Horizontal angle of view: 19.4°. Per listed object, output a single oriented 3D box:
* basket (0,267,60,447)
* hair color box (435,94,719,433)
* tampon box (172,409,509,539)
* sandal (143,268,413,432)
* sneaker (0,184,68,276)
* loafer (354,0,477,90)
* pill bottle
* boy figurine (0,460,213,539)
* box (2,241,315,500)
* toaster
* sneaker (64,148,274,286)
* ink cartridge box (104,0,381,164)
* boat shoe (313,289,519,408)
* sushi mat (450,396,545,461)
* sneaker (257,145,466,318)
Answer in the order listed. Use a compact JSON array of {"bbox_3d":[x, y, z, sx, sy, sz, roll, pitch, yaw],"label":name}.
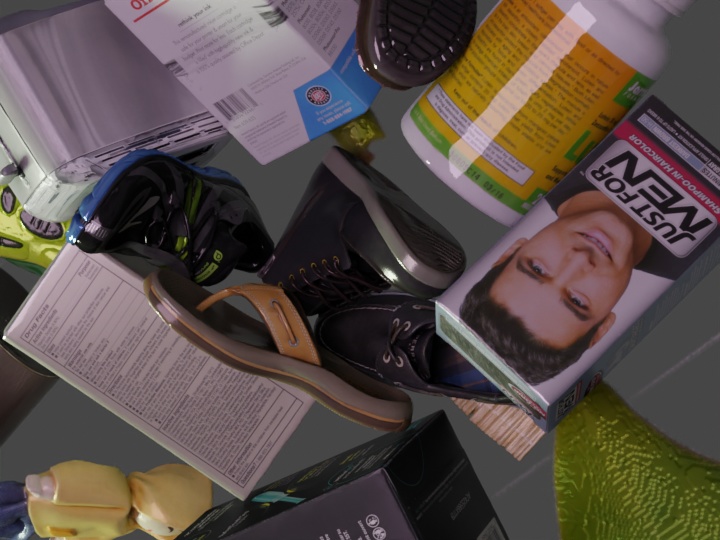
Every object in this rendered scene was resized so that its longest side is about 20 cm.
[{"bbox_3d":[-0.324,0.093,1.537,0.200,0.136,0.180,-38,94,14],"label":"basket"},{"bbox_3d":[0.151,-0.005,1.331,0.200,0.061,0.099,-44,73,-13],"label":"hair color box"},{"bbox_3d":[-0.021,0.200,1.390,0.200,0.150,0.126,-25,93,21],"label":"tampon box"},{"bbox_3d":[-0.048,0.042,1.377,0.200,0.080,0.054,27,103,-9],"label":"sandal"},{"bbox_3d":[-0.204,-0.017,1.517,0.200,0.084,0.074,30,99,1],"label":"sneaker"},{"bbox_3d":[0.034,-0.186,1.386,0.073,0.200,0.071,30,137,-17],"label":"loafer"},{"bbox_3d":[0.128,-0.134,1.358,0.111,0.111,0.200,45,106,16],"label":"pill bottle"},{"bbox_3d":[-0.205,0.175,1.501,0.200,0.124,0.064,-1,60,-7],"label":"boy figurine"},{"bbox_3d":[-0.133,0.058,1.445,0.200,0.078,0.095,36,99,-5],"label":"box"},{"bbox_3d":[-0.176,-0.120,1.462,0.114,0.200,0.129,-36,79,57],"label":"toaster"},{"bbox_3d":[-0.120,-0.030,1.411,0.083,0.200,0.071,48,110,22],"label":"sneaker"},{"bbox_3d":[-0.084,-0.176,1.397,0.116,0.067,0.200,-23,118,44],"label":"ink cartridge box"},{"bbox_3d":[0.050,0.051,1.406,0.200,0.057,0.069,10,89,29],"label":"boat shoe"},{"bbox_3d":[0.137,0.026,1.408,0.096,0.012,0.200,46,106,16],"label":"sushi mat"},{"bbox_3d":[0.000,0.000,1.386,0.075,0.200,0.106,29,100,-24],"label":"sneaker"}]
